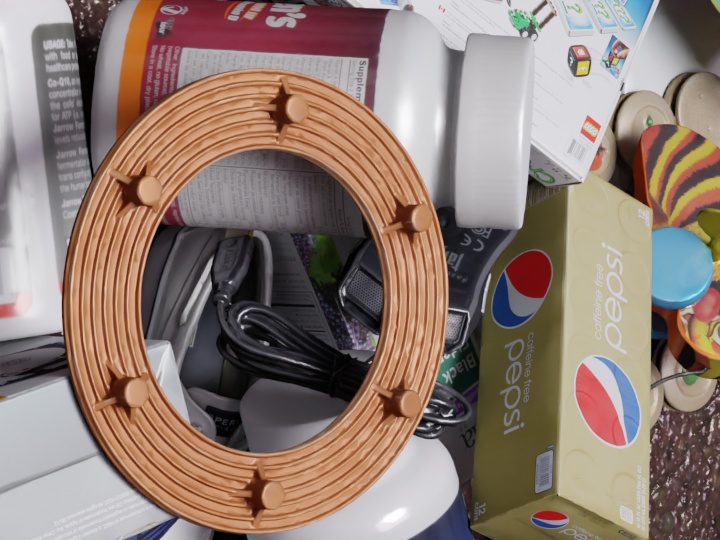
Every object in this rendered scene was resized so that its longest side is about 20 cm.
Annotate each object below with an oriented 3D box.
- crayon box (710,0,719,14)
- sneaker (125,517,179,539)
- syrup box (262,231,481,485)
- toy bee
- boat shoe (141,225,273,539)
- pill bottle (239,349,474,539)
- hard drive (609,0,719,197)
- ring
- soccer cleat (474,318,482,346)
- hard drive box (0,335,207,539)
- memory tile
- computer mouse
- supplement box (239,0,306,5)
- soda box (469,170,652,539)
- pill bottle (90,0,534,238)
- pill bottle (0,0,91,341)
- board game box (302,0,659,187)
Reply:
[{"bbox_3d":[0.217,-0.217,1.352,0.200,0.058,0.173,49,22,-29],"label":"crayon box"},{"bbox_3d":[-0.131,0.169,1.079,0.078,0.075,0.200,32,108,-9],"label":"sneaker"},{"bbox_3d":[0.002,0.025,1.226,0.079,0.081,0.200,-33,109,-32],"label":"syrup box"},{"bbox_3d":[0.200,0.019,1.309,0.108,0.131,0.201,8,89,0],"label":"toy bee"},{"bbox_3d":[-0.086,0.071,1.166,0.073,0.065,0.201,8,86,-39],"label":"boat shoe"},{"bbox_3d":[0.003,0.146,1.157,0.111,0.111,0.200,-31,116,-34],"label":"pill bottle"},{"bbox_3d":[0.201,-0.069,1.419,0.132,0.027,0.201,7,87,-38],"label":"hard drive"},{"bbox_3d":[-0.037,0.013,0.979,0.200,0.019,0.201,0,90,-38],"label":"ring"},{"bbox_3d":[0.055,-0.021,1.282,0.069,0.078,0.200,-11,77,-43],"label":"soccer cleat"},{"bbox_3d":[-0.190,0.085,0.998,0.156,0.200,0.077,-20,102,-38],"label":"hard drive box"},{"bbox_3d":[0.184,-0.011,1.380,0.153,0.017,0.201,-18,101,-36],"label":"memory tile"},{"bbox_3d":[0.000,0.000,1.138,0.140,0.046,0.200,19,46,-1],"label":"computer mouse"},{"bbox_3d":[0.034,-0.188,1.237,0.200,0.103,0.131,-47,115,-28],"label":"supplement box"},{"bbox_3d":[0.106,0.047,1.189,0.068,0.064,0.200,28,52,-32],"label":"soda box"},{"bbox_3d":[-0.020,-0.071,1.087,0.199,0.110,0.110,4,90,6],"label":"pill bottle"},{"bbox_3d":[-0.184,-0.070,1.057,0.114,0.114,0.201,-10,96,-38],"label":"pill bottle"},{"bbox_3d":[0.059,-0.148,1.164,0.200,0.035,0.126,35,67,-28],"label":"board game box"}]
